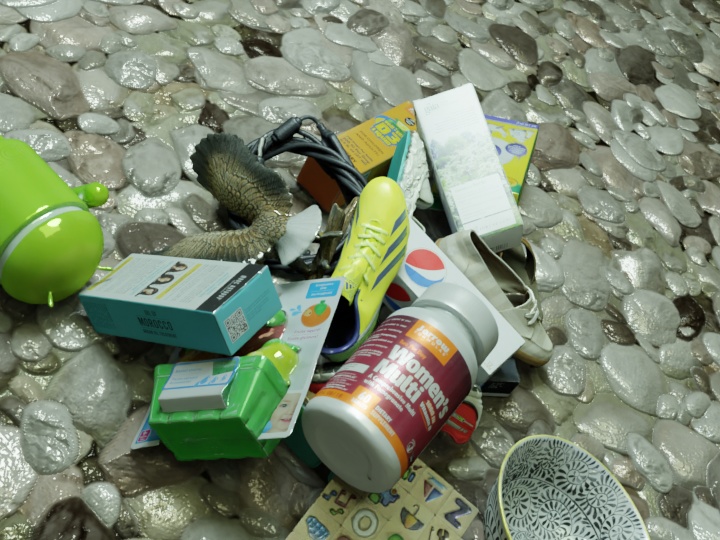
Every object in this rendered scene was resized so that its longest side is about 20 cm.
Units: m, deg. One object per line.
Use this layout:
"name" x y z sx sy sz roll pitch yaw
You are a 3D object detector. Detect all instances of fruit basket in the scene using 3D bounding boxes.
"fruit basket" -0.120 0.083 0.966 0.184 0.094 0.201 -7 48 27

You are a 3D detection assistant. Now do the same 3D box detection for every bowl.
"bowl" 0.187 0.274 0.986 0.200 0.094 0.202 25 42 -24

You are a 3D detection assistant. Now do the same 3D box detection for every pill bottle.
"pill bottle" 0.043 0.105 0.950 0.109 0.110 0.200 39 56 9

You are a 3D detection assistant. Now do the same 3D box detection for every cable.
"cable" -0.072 -0.078 1.159 0.162 0.051 0.201 -26 77 -11

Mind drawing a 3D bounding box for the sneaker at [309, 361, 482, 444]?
"sneaker" 0.029 0.144 1.048 0.199 0.086 0.077 9 5 1

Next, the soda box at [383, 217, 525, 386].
"soda box" 0.084 0.036 1.105 0.068 0.064 0.200 -36 78 -32

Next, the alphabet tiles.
"alphabet tiles" 0.019 0.272 0.931 0.166 0.006 0.200 39 66 3

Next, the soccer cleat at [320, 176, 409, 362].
"soccer cleat" 0.001 0.001 1.036 0.064 0.201 0.084 18 5 21

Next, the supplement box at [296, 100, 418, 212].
"supplement box" 0.012 -0.151 1.289 0.067 0.069 0.200 45 46 12

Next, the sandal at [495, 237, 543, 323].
"sandal" 0.190 -0.012 1.262 0.080 0.054 0.201 5 46 -23

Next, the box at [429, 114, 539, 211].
"box" 0.166 -0.138 1.337 0.117 0.049 0.201 13 44 10

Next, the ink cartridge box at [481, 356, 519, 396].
"ink cartridge box" 0.118 0.055 1.187 0.099 0.039 0.201 4 51 -22

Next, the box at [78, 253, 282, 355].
"box" -0.179 0.029 0.974 0.199 0.049 0.082 5 36 38

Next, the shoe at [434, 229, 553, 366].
"shoe" 0.164 0.032 1.148 0.200 0.053 0.070 46 33 -16

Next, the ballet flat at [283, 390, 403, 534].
"ballet flat" -0.020 0.185 1.000 0.200 0.069 0.063 53 41 9

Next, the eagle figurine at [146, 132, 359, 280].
"eagle figurine" -0.121 -0.046 1.073 0.199 0.152 0.152 23 31 0

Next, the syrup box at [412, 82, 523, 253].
"syrup box" 0.132 -0.121 1.233 0.078 0.081 0.201 -18 72 1

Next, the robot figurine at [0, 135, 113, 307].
"robot figurine" -0.341 -0.050 1.000 0.200 0.116 0.175 44 54 14

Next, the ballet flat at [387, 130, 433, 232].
"ballet flat" 0.053 -0.072 1.220 0.071 0.072 0.201 21 71 -8
